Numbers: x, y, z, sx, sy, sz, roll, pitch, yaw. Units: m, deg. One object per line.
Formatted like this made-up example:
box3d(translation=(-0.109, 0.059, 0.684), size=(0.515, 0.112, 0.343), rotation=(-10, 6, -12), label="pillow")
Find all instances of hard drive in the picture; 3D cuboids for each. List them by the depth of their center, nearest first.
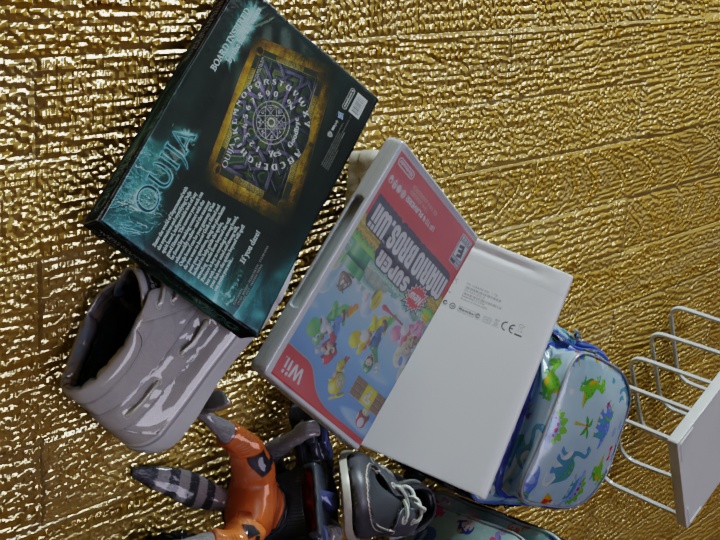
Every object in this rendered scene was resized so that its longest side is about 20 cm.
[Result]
box3d(translation=(0.084, 0.075, 1.054), size=(0.027, 0.131, 0.201), rotation=(53, 59, -77), label="hard drive")

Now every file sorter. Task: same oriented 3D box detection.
box3d(translation=(0.367, 0.160, 1.419), size=(0.200, 0.124, 0.139), rotation=(-43, 134, -30), label="file sorter")

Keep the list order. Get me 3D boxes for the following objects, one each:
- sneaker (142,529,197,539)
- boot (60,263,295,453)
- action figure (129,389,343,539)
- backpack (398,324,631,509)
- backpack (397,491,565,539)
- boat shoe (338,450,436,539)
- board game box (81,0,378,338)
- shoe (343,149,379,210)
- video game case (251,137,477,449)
box3d(translation=(-0.102, 0.256, 0.949), size=(0.073, 0.072, 0.200), rotation=(-56, 135, -5), label="sneaker")
box3d(translation=(-0.120, 0.020, 0.835), size=(0.201, 0.073, 0.096), rotation=(-61, 140, -18), label="boot")
box3d(translation=(-0.078, 0.150, 0.947), size=(0.193, 0.104, 0.202), rotation=(38, 45, -55), label="action figure")
box3d(translation=(0.162, 0.137, 1.154), size=(0.199, 0.146, 0.184), rotation=(17, 93, -54), label="backpack")
box3d(translation=(0.095, 0.315, 1.116), size=(0.150, 0.177, 0.201), rotation=(37, 73, -48), label="backpack")
box3d(translation=(0.024, 0.185, 1.016), size=(0.200, 0.062, 0.073), rotation=(55, 30, -72), label="boat shoe")
box3d(translation=(-0.081, -0.076, 0.825), size=(0.135, 0.028, 0.201), rotation=(38, 65, -26), label="board game box")
box3d(translation=(0.000, 0.000, 0.994), size=(0.070, 0.053, 0.202), rotation=(-45, 148, -74), label="shoe")
box3d(translation=(0.009, 0.020, 0.939), size=(0.201, 0.017, 0.143), rotation=(-59, 139, -13), label="video game case")
